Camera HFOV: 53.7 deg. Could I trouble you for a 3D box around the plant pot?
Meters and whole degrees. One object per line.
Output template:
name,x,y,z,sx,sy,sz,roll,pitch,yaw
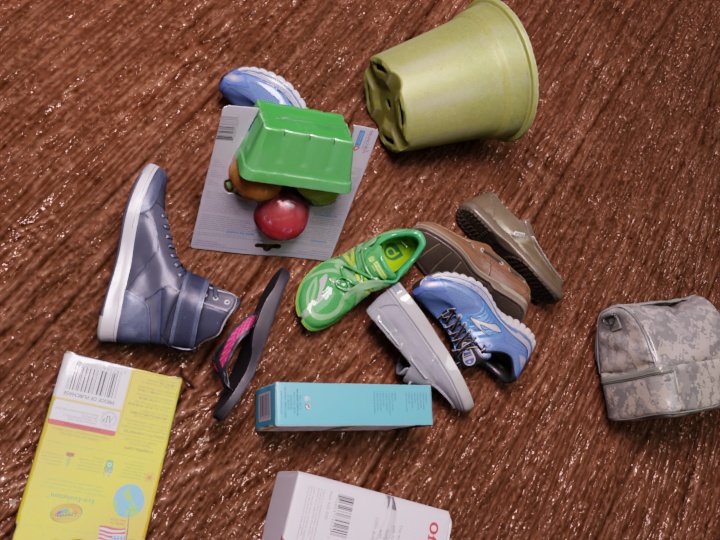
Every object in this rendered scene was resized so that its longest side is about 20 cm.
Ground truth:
plant pot,0.111,-0.250,0.979,0.183,0.200,0.202,-21,85,-16

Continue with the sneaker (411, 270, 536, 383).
sneaker,0.149,0.078,0.947,0.199,0.078,0.090,36,52,-12

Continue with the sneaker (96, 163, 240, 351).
sneaker,-0.201,-0.010,0.802,0.144,0.077,0.205,11,81,-11

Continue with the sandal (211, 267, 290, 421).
sandal,-0.137,0.078,0.822,0.045,0.075,0.202,29,58,-18

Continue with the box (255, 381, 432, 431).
box,-0.019,0.163,0.846,0.198,0.082,0.050,5,73,-25

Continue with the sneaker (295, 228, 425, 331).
sneaker,0.000,0.000,0.896,0.199,0.084,0.074,-36,92,-21

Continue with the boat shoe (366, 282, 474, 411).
boat shoe,0.075,0.111,0.918,0.071,0.070,0.202,-33,107,3

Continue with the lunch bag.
lunch bag,0.451,0.125,1.049,0.198,0.139,0.170,-3,78,-27

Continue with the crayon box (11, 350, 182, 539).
crayon box,-0.272,0.198,0.734,0.126,0.051,0.202,18,68,-20

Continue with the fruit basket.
fruit basket,-0.093,-0.098,0.837,0.183,0.201,0.094,4,46,-23

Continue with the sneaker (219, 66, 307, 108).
sneaker,-0.101,-0.170,0.894,0.200,0.078,0.089,42,60,-10

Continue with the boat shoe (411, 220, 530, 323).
boat shoe,0.151,-0.006,0.989,0.199,0.072,0.068,39,46,-9

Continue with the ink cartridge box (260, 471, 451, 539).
ink cartridge box,-0.010,0.324,0.805,0.198,0.083,0.148,21,68,-18

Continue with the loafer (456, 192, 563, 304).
loafer,0.226,-0.036,1.022,0.200,0.076,0.067,47,68,-7
